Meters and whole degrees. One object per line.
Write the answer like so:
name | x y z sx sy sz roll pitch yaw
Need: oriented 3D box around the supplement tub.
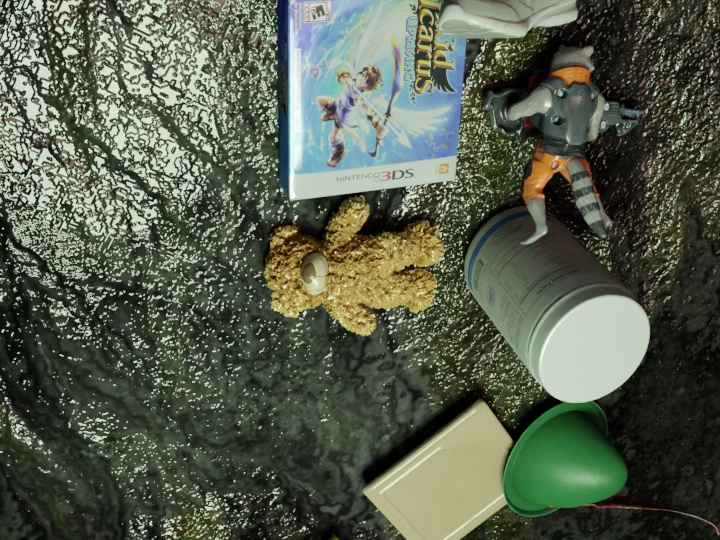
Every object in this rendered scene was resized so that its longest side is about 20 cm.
supplement tub | 0.202 0.030 1.130 0.130 0.201 0.134 -10 123 -16

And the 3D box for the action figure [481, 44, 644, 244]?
action figure | 0.231 -0.134 1.093 0.197 0.104 0.197 -7 97 -22

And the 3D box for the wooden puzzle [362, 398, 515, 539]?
wooden puzzle | 0.115 0.263 1.340 0.184 0.037 0.201 -37 130 2

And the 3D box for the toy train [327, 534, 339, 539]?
toy train | -0.064 0.365 1.305 0.115 0.085 0.202 -33 126 -12

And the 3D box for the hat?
hat | 0.302 0.268 1.308 0.198 0.176 0.168 -28 126 -19

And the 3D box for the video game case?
video game case | 0.011 -0.175 1.029 0.178 0.046 0.203 -9 122 -18

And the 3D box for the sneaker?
sneaker | 0.133 -0.261 0.985 0.199 0.074 0.083 -28 118 -49

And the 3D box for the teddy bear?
teddy bear | 0.000 0.000 1.116 0.198 0.067 0.147 17 110 -29
